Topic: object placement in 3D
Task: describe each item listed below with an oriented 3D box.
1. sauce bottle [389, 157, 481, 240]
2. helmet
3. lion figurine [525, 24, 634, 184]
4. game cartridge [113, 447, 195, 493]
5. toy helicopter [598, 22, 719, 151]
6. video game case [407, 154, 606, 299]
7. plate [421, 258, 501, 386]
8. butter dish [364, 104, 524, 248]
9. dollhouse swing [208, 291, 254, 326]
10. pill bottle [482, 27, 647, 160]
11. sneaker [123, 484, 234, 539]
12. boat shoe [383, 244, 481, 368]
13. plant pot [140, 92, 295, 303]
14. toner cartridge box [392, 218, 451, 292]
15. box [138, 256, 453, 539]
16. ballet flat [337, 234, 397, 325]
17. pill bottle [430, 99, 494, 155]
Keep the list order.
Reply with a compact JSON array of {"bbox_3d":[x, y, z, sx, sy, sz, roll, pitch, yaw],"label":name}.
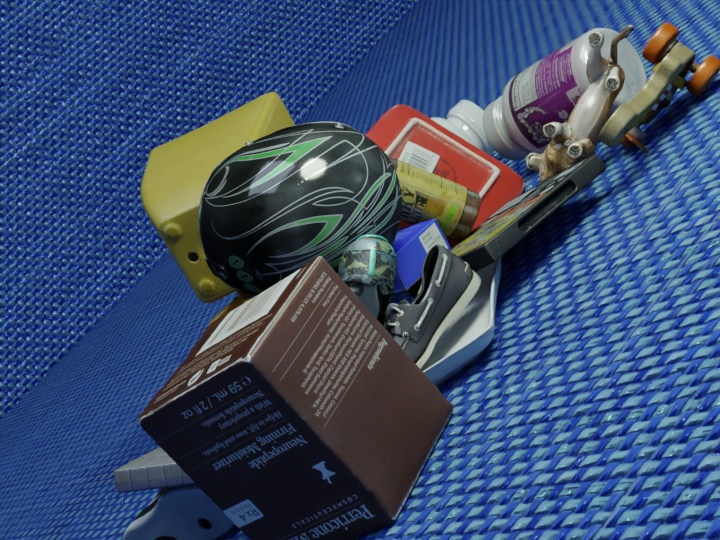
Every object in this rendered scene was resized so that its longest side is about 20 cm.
[{"bbox_3d":[0.036,-0.094,1.672,0.065,0.200,0.065,-160,90,-78],"label":"sauce bottle"},{"bbox_3d":[-0.054,-0.060,1.564,0.190,0.200,0.200,-7,31,34],"label":"helmet"},{"bbox_3d":[0.257,-0.180,1.656,0.200,0.072,0.122,-56,-16,9],"label":"lion figurine"},{"bbox_3d":[-0.166,0.201,1.607,0.129,0.038,0.200,-15,2,24],"label":"game cartridge"},{"bbox_3d":[0.303,-0.176,1.601,0.200,0.079,0.132,-38,-17,-48],"label":"toy helicopter"},{"bbox_3d":[0.157,-0.045,1.621,0.181,0.026,0.200,-38,3,-26],"label":"video game case"},{"bbox_3d":[0.070,0.082,1.533,0.199,0.032,0.200,-36,13,20],"label":"plate"},{"bbox_3d":[0.069,-0.075,1.820,0.200,0.199,0.148,-53,-7,-42],"label":"butter dish"},{"bbox_3d":[-0.186,0.140,1.824,0.175,0.182,0.200,-21,11,-5],"label":"dollhouse swing"},{"bbox_3d":[0.247,-0.210,1.820,0.200,0.112,0.112,-28,18,47],"label":"pill bottle"},{"bbox_3d":[-0.180,0.245,1.628,0.200,0.073,0.112,-31,16,42],"label":"sneaker"},{"bbox_3d":[0.045,0.054,1.483,0.200,0.063,0.073,-50,18,-30],"label":"boat shoe"},{"bbox_3d":[-0.156,-0.070,1.821,0.195,0.194,0.200,-24,20,16],"label":"plant pot"},{"bbox_3d":[0.000,0.000,1.686,0.200,0.043,0.095,-15,18,46],"label":"toner cartridge box"},{"bbox_3d":[-0.056,0.131,1.351,0.166,0.200,0.164,-32,16,39],"label":"box"},{"bbox_3d":[-0.003,0.049,1.509,0.074,0.074,0.200,-50,-22,-34],"label":"ballet flat"},{"bbox_3d":[0.098,-0.138,2.023,0.200,0.113,0.113,-43,12,-11],"label":"pill bottle"}]
